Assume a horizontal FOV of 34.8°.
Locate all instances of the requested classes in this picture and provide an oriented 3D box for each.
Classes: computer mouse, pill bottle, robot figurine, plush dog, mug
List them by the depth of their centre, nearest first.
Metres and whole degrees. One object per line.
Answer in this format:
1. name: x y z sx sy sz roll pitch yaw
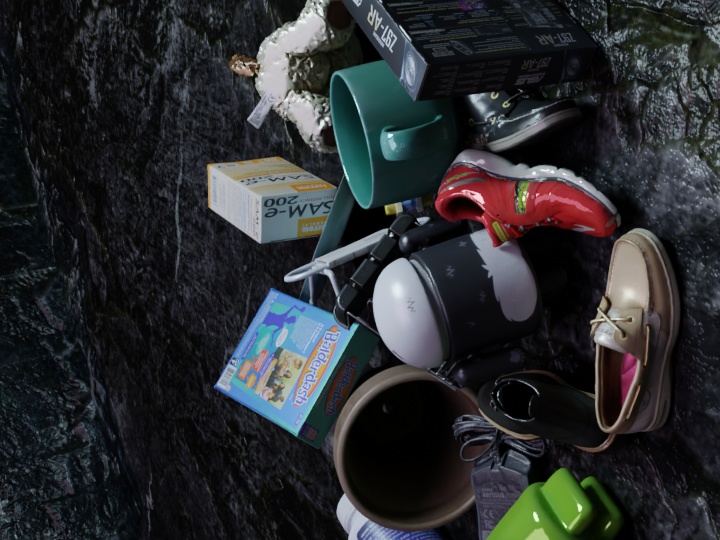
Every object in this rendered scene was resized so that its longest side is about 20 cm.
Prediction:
1. robot figurine: 0.111 0.027 1.197 0.150 0.199 0.125 -124 18 -58
2. robot figurine: 0.189 0.306 1.206 0.200 0.175 0.116 -56 36 19
3. mug: 0.047 -0.142 1.231 0.153 0.114 0.185 88 163 -46
4. computer mouse: 0.180 0.261 1.310 0.138 0.053 0.201 -2 97 40
5. plush dog: -0.056 -0.259 1.460 0.160 0.172 0.201 8 107 29
6. pill bottle: 0.052 0.372 1.526 0.200 0.119 0.120 49 140 44

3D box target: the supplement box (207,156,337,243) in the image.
1. supplement box: -0.133 -0.108 1.701 0.200 0.125 0.074 32 125 54

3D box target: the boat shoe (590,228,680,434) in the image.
1. boat shoe: 0.253 0.063 1.085 0.074 0.069 0.201 17 115 60

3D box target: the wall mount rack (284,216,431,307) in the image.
1. wall mount rack: 0.000 0.000 1.438 0.075 0.199 0.174 69 166 -8

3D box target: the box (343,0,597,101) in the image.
1. box: 0.106 -0.240 1.117 0.161 0.199 0.044 58 146 34

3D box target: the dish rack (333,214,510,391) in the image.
1. dish rack: 0.081 0.038 1.296 0.200 0.154 0.055 34 168 18

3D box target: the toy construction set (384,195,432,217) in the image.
1. toy construction set: 0.044 -0.171 1.376 0.131 0.092 0.201 -111 25 -77

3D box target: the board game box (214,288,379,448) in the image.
1. board game box: -0.083 0.117 1.431 0.200 0.045 0.153 20 77 52

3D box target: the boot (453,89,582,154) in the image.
1. boot: 0.142 -0.200 1.191 0.203 0.073 0.155 -8 98 67

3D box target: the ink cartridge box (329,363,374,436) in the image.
1. ink cartridge box: -0.023 0.169 1.532 0.059 0.200 0.104 22 78 32

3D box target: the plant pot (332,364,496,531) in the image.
1. plant pot: 0.051 0.195 1.417 0.175 0.199 0.202 -134 39 -72

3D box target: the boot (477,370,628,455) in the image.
1. boot: 0.160 0.130 1.184 0.200 0.138 0.078 1 75 53

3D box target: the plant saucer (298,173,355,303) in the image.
1. plant saucer: -0.039 -0.044 1.546 0.200 0.027 0.201 -160 90 -88

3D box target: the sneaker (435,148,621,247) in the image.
1. sneaker: 0.163 -0.056 1.145 0.199 0.085 0.077 17 155 36
